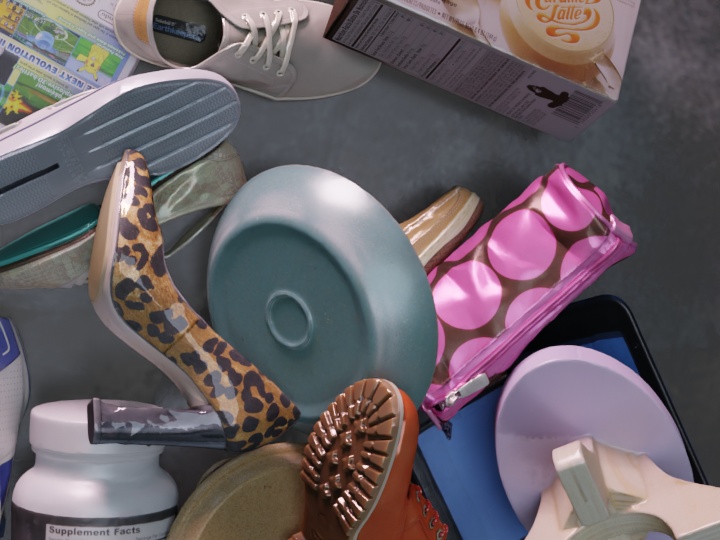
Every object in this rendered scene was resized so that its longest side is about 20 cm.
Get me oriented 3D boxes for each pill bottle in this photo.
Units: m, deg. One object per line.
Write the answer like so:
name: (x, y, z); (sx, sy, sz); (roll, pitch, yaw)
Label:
pill bottle: (-0.185, 0.196, 1.055); (0.116, 0.116, 0.200); (1, 94, -11)

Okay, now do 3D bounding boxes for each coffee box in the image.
coffee box: (0.090, -0.189, 1.077); (0.200, 0.080, 0.114); (22, 66, -12)

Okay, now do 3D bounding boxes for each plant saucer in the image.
plant saucer: (-0.039, 0.030, 1.029); (0.036, 0.200, 0.200); (-25, 101, -48)

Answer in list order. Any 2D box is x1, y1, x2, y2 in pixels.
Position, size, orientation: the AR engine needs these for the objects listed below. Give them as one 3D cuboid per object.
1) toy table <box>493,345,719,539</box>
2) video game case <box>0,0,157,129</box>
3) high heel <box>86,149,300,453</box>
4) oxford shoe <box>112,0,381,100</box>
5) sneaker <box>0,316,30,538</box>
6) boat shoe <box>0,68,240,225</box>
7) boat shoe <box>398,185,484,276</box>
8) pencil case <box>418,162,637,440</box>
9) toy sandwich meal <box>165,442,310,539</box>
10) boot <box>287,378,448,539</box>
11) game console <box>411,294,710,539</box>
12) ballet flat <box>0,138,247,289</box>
toy table: (0.163, 0.163, 1.020); (0.184, 0.117, 0.200); (-33, 113, 16)
video game case: (-0.244, -0.194, 1.059); (0.200, 0.022, 0.182); (28, 89, -13)
high heel: (-0.108, 0.022, 1.019); (0.142, 0.071, 0.200); (4, 83, -19)
oxford shoe: (-0.073, -0.161, 1.068); (0.200, 0.058, 0.075); (7, 93, -23)
sneaker: (-0.269, 0.128, 1.033); (0.080, 0.115, 0.200); (4, 94, -12)
boat shoe: (-0.184, -0.097, 1.034); (0.200, 0.067, 0.074); (-20, 123, -16)
boat shoe: (0.000, 0.000, 1.102); (0.200, 0.072, 0.076); (-44, 87, -5)
pencil case: (0.100, 0.019, 1.051); (0.200, 0.094, 0.091); (-45, 116, 3)
toy sandwich meal: (-0.059, 0.215, 1.084); (0.205, 0.070, 0.205); (-3, 96, -28)
boot: (0.016, 0.155, 1.018); (0.107, 0.075, 0.200); (-4, 123, -31)
game console: (0.135, 0.139, 1.107); (0.171, 0.118, 0.200); (-29, 99, -19)
ballet flat: (-0.167, -0.025, 1.067); (0.200, 0.067, 0.062); (-30, 109, -7)
